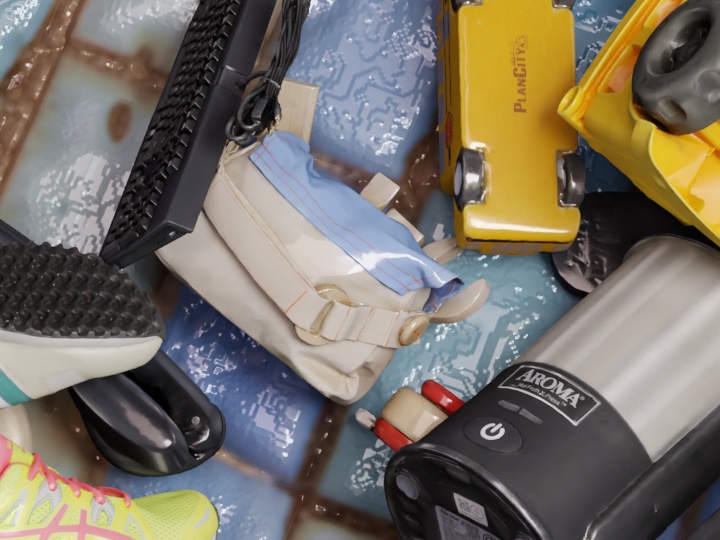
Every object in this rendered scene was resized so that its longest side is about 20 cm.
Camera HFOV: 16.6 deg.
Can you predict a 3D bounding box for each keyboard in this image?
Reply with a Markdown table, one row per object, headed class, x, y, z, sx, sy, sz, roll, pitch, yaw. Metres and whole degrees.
| class | x | y | z | sx | sy | sz | roll | pitch | yaw |
| --- | --- | --- | --- | --- | --- | --- | --- | --- | --- |
| keyboard | -0.073 | -0.092 | 1.248 | 0.021 | 0.127 | 0.201 | 39 | 47 | -26 |

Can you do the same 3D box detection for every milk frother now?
| class | x | y | z | sx | sy | sz | roll | pitch | yaw |
| --- | --- | --- | --- | --- | --- | --- | --- | --- | --- |
| milk frother | 0.135 | 0.124 | 1.220 | 0.180 | 0.200 | 0.188 | 37 | 58 | 24 |

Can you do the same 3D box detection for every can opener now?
| class | x | y | z | sx | sy | sz | roll | pitch | yaw |
| --- | --- | --- | --- | --- | --- | --- | --- | --- | --- |
| can opener | -0.147 | 0.033 | 1.275 | 0.063 | 0.079 | 0.200 | -37 | 65 | -20 |

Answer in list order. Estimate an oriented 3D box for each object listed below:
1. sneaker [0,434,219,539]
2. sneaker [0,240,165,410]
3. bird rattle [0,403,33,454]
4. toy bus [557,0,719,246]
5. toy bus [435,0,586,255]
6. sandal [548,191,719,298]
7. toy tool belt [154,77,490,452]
| class | x | y | z | sx | sy | sz | roll | pitch | yaw |
| --- | --- | --- | --- | --- | --- | --- | --- | --- | --- |
| sneaker | -0.158 | 0.122 | 1.205 | 0.199 | 0.078 | 0.091 | -7 | 95 | -34 |
| sneaker | -0.197 | 0.044 | 1.196 | 0.199 | 0.094 | 0.070 | -3 | 42 | -22 |
| bird rattle | -0.247 | 0.085 | 1.263 | 0.162 | 0.113 | 0.201 | 20 | 63 | -6 |
| toy bus | 0.195 | -0.112 | 1.212 | 0.136 | 0.192 | 0.200 | 38 | 87 | -25 |
| toy bus | 0.075 | -0.105 | 1.293 | 0.065 | 0.078 | 0.201 | 2 | 76 | -10 |
| sandal | 0.200 | -0.017 | 1.291 | 0.199 | 0.043 | 0.076 | -9 | 76 | -2 |
| toy tool belt | 0.000 | 0.000 | 1.250 | 0.200 | 0.125 | 0.123 | 38 | 88 | 9 |
